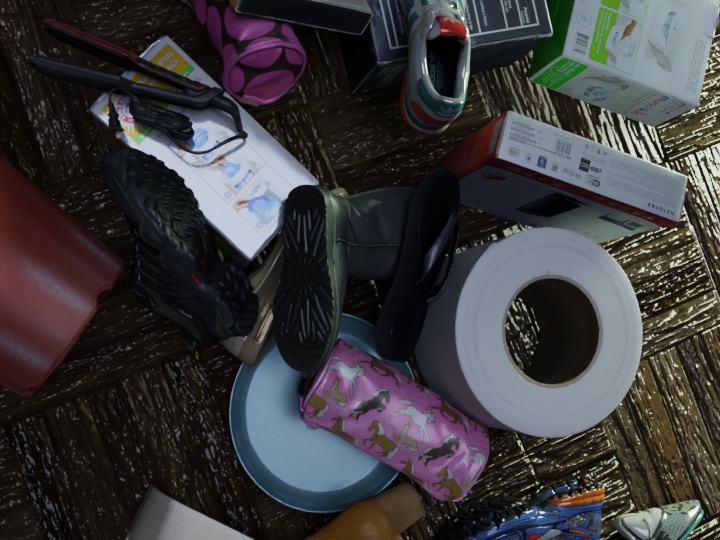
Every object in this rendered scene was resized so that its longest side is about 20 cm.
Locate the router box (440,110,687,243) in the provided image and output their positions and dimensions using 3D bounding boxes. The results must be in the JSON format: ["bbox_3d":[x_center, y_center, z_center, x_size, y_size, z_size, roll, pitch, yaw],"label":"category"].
[{"bbox_3d":[0.199,-0.087,0.878,0.198,0.179,0.049,17,80,-11],"label":"router box"}]

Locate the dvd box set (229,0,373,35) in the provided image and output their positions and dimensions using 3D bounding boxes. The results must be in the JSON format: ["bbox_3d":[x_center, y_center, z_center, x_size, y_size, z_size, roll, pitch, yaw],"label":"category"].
[{"bbox_3d":[-0.088,-0.310,0.809,0.145,0.029,0.201,-2,53,-39],"label":"dvd box set"}]

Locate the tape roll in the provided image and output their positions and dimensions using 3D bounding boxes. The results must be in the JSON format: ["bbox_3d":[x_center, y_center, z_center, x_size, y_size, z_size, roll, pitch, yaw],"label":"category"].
[{"bbox_3d":[0.167,0.065,0.876,0.200,0.139,0.206,1,85,-14],"label":"tape roll"}]

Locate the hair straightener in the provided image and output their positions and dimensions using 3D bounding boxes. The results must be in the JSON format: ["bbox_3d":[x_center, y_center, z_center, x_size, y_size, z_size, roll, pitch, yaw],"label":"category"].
[{"bbox_3d":[-0.196,-0.148,0.749,0.198,0.041,0.078,21,80,-12],"label":"hair straightener"}]

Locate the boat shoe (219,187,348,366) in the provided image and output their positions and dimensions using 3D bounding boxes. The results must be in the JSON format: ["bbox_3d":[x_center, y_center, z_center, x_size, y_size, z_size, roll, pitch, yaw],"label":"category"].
[{"bbox_3d":[-0.066,0.005,0.851,0.064,0.071,0.201,37,79,9],"label":"boat shoe"}]

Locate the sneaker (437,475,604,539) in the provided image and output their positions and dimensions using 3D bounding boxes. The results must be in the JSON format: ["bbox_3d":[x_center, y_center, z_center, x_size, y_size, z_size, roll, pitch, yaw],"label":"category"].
[{"bbox_3d":[0.175,0.280,0.892,0.197,0.075,0.080,-11,91,-13],"label":"sneaker"}]

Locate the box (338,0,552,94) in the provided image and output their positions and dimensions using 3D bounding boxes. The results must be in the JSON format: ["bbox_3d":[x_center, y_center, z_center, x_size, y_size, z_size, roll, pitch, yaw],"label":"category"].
[{"bbox_3d":[0.072,-0.311,0.896,0.196,0.123,0.203,-12,89,-14],"label":"box"}]

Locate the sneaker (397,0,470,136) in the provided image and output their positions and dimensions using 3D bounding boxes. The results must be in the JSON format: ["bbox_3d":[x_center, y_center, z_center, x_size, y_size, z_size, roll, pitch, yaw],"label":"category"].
[{"bbox_3d":[0.076,-0.231,0.781,0.069,0.093,0.203,1,88,-15],"label":"sneaker"}]

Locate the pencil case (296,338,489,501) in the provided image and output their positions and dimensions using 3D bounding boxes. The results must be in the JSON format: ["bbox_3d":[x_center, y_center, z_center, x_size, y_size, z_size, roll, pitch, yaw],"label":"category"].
[{"bbox_3d":[0.034,0.150,0.837,0.199,0.083,0.087,31,122,-10],"label":"pencil case"}]

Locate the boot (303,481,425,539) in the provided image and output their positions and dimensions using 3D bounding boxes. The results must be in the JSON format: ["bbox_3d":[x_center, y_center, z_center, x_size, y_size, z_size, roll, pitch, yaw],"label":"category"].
[{"bbox_3d":[0.027,0.323,0.828,0.143,0.071,0.203,-24,90,-36],"label":"boot"}]

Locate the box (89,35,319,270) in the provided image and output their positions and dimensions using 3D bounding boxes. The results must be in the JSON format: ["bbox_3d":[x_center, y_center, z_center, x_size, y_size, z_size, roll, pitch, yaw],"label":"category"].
[{"bbox_3d":[-0.151,-0.108,0.825,0.200,0.112,0.102,44,78,-6],"label":"box"}]

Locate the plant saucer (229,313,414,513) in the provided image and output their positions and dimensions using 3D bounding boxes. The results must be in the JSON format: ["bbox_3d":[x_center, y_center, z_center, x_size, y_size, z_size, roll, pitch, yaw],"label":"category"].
[{"bbox_3d":[-0.037,0.144,0.875,0.197,0.027,0.203,2,84,-14],"label":"plant saucer"}]

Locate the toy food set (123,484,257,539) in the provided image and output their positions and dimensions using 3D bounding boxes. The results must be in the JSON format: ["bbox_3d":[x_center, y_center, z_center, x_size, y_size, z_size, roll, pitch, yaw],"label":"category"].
[{"bbox_3d":[-0.147,0.317,0.821,0.198,0.060,0.145,26,79,-2],"label":"toy food set"}]

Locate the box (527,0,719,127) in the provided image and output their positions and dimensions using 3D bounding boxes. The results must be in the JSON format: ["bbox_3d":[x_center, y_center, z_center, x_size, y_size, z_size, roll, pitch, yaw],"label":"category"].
[{"bbox_3d":[0.307,-0.294,0.967,0.174,0.097,0.203,16,81,-13],"label":"box"}]

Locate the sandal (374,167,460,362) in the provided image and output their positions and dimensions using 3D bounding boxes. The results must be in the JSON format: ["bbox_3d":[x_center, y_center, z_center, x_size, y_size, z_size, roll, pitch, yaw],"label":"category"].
[{"bbox_3d":[0.069,-0.004,0.835,0.042,0.076,0.202,7,71,32],"label":"sandal"}]

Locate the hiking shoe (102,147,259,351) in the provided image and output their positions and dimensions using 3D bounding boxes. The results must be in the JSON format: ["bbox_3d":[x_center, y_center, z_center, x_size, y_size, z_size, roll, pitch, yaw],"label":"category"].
[{"bbox_3d":[-0.180,-0.010,0.757,0.100,0.076,0.201,-23,109,25],"label":"hiking shoe"}]

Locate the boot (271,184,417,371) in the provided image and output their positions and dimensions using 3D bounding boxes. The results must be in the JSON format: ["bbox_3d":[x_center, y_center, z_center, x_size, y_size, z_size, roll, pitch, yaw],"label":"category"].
[{"bbox_3d":[0.002,0.001,0.833,0.072,0.199,0.184,10,94,29],"label":"boot"}]

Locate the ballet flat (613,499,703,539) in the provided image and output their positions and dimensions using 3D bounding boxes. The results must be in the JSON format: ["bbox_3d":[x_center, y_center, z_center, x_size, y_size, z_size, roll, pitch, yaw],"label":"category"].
[{"bbox_3d":[0.292,0.308,0.922,0.200,0.072,0.072,-44,96,-15],"label":"ballet flat"}]

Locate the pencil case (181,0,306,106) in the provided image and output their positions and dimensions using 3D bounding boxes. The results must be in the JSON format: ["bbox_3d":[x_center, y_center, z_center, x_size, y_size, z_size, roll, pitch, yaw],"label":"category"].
[{"bbox_3d":[-0.128,-0.249,0.820,0.090,0.094,0.201,9,44,-49],"label":"pencil case"}]

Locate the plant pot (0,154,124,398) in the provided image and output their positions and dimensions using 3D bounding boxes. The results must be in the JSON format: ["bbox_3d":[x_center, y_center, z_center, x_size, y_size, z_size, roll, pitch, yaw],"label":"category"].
[{"bbox_3d":[-0.328,-0.002,0.740,0.195,0.200,0.202,37,77,-16],"label":"plant pot"}]
